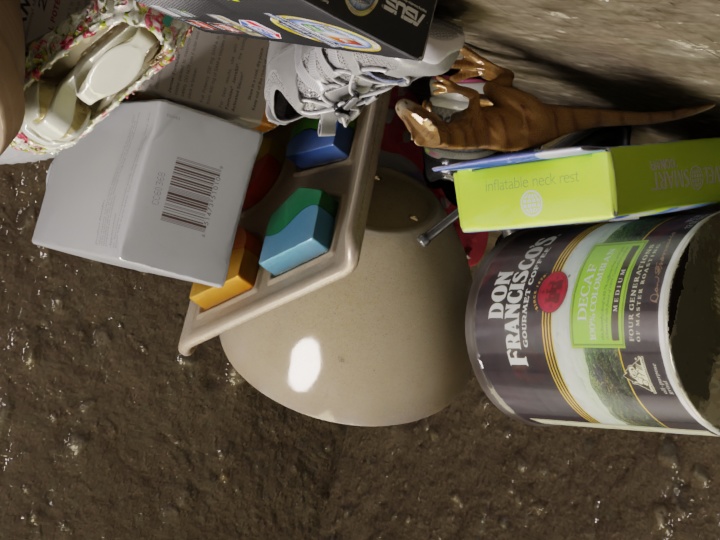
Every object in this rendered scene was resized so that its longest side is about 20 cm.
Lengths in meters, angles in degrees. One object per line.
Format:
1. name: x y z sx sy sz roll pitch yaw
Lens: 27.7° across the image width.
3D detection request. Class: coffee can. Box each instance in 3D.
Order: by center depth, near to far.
1. coffee can: 0.188 0.037 0.990 0.146 0.147 0.200 15 169 -32

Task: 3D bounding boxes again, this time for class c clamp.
1. c clamp: 0.127 -0.052 1.071 0.027 0.171 0.200 55 -177 20

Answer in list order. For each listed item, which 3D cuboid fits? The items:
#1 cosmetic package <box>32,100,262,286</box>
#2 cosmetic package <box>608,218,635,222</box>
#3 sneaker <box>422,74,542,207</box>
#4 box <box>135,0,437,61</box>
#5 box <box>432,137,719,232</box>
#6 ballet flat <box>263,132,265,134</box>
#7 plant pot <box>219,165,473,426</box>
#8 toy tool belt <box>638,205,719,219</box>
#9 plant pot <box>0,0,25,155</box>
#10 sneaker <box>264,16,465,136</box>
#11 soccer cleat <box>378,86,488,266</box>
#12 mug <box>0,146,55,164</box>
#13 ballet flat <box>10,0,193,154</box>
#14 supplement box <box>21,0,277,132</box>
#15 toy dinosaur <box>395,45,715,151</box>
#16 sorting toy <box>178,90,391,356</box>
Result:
1. cosmetic package: -0.157 -0.057 1.038 0.081 0.113 0.200 16 178 -28
2. cosmetic package: 0.255 0.014 1.188 0.113 0.201 0.081 10 178 44
3. sneaker: 0.088 -0.088 1.104 0.073 0.088 0.200 14 179 17
4. box: -0.080 -0.160 0.729 0.160 0.044 0.200 15 179 36
5. box: 0.155 -0.056 0.935 0.122 0.048 0.199 -5 -178 44
6. ballet flat: -0.094 -0.151 1.212 0.199 0.068 0.075 17 164 22
7. plant pot: 0.000 0.000 1.097 0.199 0.135 0.201 8 -146 -5
8. toy tool belt: 0.301 -0.034 1.029 0.123 0.125 0.200 -29 -151 -30
9. plant pot: -0.279 -0.165 0.911 0.200 0.093 0.201 24 148 16
10. sneaker: -0.001 -0.117 0.872 0.074 0.082 0.200 15 179 -23
11. soccer cleat: 0.041 -0.080 1.178 0.076 0.067 0.200 7 145 42
12. mug: -0.306 -0.173 1.231 0.174 0.148 0.200 8 -150 -2
13. ballet flat: -0.182 -0.125 0.944 0.075 0.064 0.200 32 131 -26
14. supplement box: -0.157 -0.160 1.053 0.199 0.074 0.126 15 179 -16
15. toy dinosaur: 0.103 -0.093 0.905 0.199 0.061 0.106 -9 -144 -24
16. sorting toy: -0.058 -0.049 1.035 0.036 0.186 0.200 33 138 -28
